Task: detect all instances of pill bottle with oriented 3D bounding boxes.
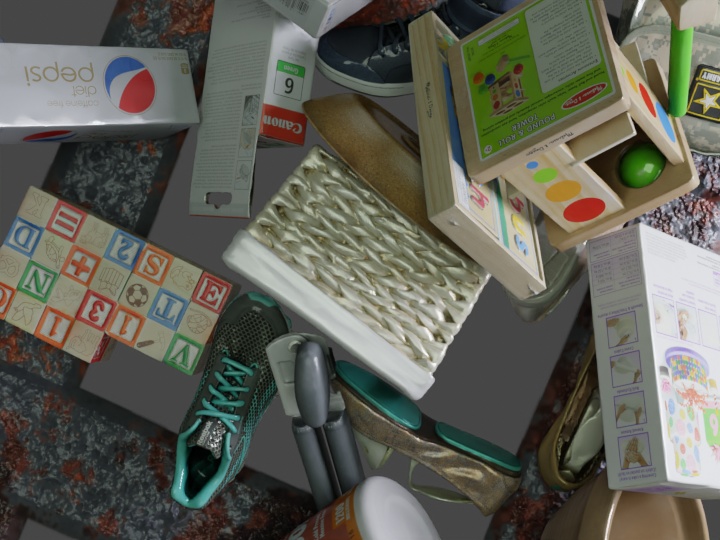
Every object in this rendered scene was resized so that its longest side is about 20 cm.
[{"bbox_3d":[-0.033,0.269,0.891,0.199,0.112,0.113,-38,88,19],"label":"pill bottle"}]

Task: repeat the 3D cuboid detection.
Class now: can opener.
[{"bbox_3d":[-0.035,0.139,0.896,0.052,0.067,0.202,-8,121,11],"label":"can opener"}]

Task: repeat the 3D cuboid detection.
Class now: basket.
[{"bbox_3d":[0.000,0.000,0.900,0.199,0.136,0.124,35,88,1],"label":"basket"}]

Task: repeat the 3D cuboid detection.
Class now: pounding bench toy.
[{"bbox_3d":[0.194,-0.127,0.797,0.198,0.155,0.126,-26,53,29],"label":"pounding bench toy"}]

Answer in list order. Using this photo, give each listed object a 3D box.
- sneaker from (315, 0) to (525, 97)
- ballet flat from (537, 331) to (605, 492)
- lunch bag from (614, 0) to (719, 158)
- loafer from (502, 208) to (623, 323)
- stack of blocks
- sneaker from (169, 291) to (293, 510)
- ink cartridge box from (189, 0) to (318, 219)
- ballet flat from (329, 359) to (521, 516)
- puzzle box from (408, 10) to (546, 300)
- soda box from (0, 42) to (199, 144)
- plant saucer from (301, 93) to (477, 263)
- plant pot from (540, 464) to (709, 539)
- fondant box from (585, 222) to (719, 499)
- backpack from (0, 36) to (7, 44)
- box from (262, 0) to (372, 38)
[{"bbox_3d":[0.063,-0.217,0.893,0.199,0.147,0.078,3,52,-4],"label":"sneaker"},{"bbox_3d":[0.219,0.104,0.927,0.068,0.063,0.202,25,89,3],"label":"ballet flat"},{"bbox_3d":[0.299,-0.196,0.902,0.162,0.118,0.203,14,88,5],"label":"lunch bag"},{"bbox_3d":[0.192,-0.041,0.937,0.071,0.063,0.201,32,73,28],"label":"loafer"},{"bbox_3d":[-0.219,0.022,0.942,0.198,0.059,0.116,25,90,2],"label":"stack of blocks"},{"bbox_3d":[-0.111,0.117,0.895,0.077,0.091,0.202,19,110,2],"label":"sneaker"},{"bbox_3d":[-0.091,-0.143,0.916,0.050,0.108,0.203,8,89,-38],"label":"ink cartridge box"},{"bbox_3d":[0.045,0.154,0.932,0.198,0.068,0.068,30,104,3],"label":"ballet flat"},{"bbox_3d":[0.090,-0.091,0.830,0.025,0.133,0.202,-25,49,28],"label":"puzzle box"},{"bbox_3d":[-0.235,-0.146,0.886,0.198,0.063,0.069,-8,88,-42],"label":"soda box"},{"bbox_3d":[0.040,-0.085,0.865,0.200,0.200,0.036,41,104,2],"label":"plant saucer"},{"bbox_3d":[0.211,0.252,0.890,0.092,0.199,0.204,-5,88,42],"label":"plant pot"},{"bbox_3d":[0.253,0.077,0.864,0.058,0.143,0.203,-20,64,43],"label":"fondant box"},{"bbox_3d":[-0.395,-0.156,0.911,0.200,0.154,0.191,41,80,5],"label":"backpack"},{"bbox_3d":[-0.043,-0.273,0.881,0.144,0.200,0.037,35,127,5],"label":"box"}]
